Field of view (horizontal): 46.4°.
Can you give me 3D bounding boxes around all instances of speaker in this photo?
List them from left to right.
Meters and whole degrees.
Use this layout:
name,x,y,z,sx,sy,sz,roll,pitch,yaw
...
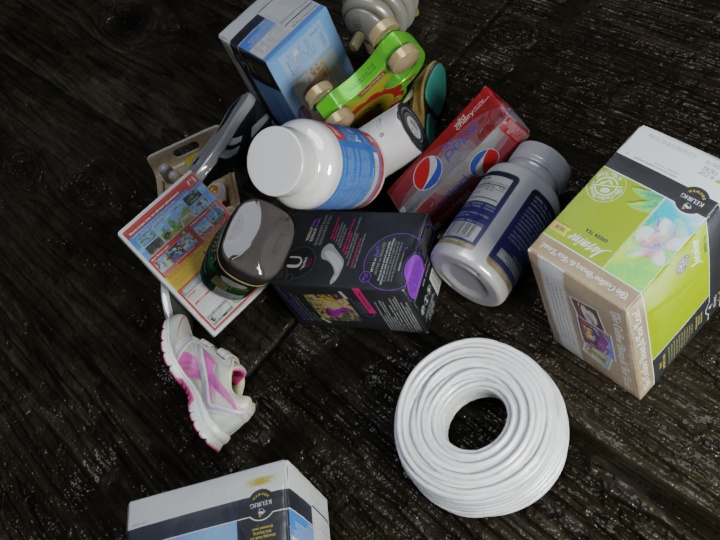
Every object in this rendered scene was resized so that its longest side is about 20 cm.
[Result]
name,x,y,z,sx,sy,sz,roll,pitch,yaw
speaker,-0.004,-0.156,1.203,0.198,0.081,0.082,-29,48,26

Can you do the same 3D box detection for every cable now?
name,x,y,z,sx,sy,sz,roll,pitch,yaw
cable,0.135,0.174,0.954,0.197,0.069,0.203,-1,57,23

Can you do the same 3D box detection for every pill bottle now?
name,x,y,z,sx,sy,sz,roll,pitch,yaw
pill bottle,-0.055,-0.134,1.075,0.110,0.199,0.115,2,94,27
pill bottle,0.185,-0.064,1.070,0.110,0.112,0.201,25,69,35

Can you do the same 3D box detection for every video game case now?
name,x,y,z,sx,sy,sz,roll,pitch,yaw
video game case,-0.227,-0.026,1.202,0.200,0.017,0.143,46,71,1

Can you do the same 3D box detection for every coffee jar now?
name,x,y,z,sx,sy,sz,roll,pitch,yaw
coffee jar,-0.151,-0.025,1.101,0.106,0.084,0.200,-68,14,-16

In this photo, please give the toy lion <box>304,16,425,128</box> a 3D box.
name,x,y,z,sx,sy,sz,roll,pitch,yaw
toy lion,0.016,-0.257,1.224,0.199,0.191,0.069,-41,77,17

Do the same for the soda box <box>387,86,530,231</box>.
name,x,y,z,sx,sy,sz,roll,pitch,yaw
soda box,0.132,-0.145,1.136,0.200,0.063,0.070,-45,47,19

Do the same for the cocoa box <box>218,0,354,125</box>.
name,x,y,z,sx,sy,sz,roll,pitch,yaw
cocoa box,-0.101,-0.313,1.311,0.133,0.201,0.131,-46,52,-12

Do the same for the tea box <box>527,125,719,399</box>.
name,x,y,z,sx,sy,sz,roll,pitch,yaw
tea box,0.306,-0.005,0.918,0.197,0.201,0.133,-46,52,-12

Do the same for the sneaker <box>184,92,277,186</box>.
name,x,y,z,sx,sy,sz,roll,pitch,yaw
sneaker,-0.187,-0.169,1.306,0.073,0.112,0.202,-5,49,54

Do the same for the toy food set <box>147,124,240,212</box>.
name,x,y,z,sx,sy,sz,roll,pitch,yaw
toy food set,-0.277,-0.140,1.361,0.142,0.061,0.202,-23,52,8

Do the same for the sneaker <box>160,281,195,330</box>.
name,x,y,z,sx,sy,sz,roll,pitch,yaw
sneaker,-0.236,0.014,1.232,0.097,0.071,0.203,-10,61,3

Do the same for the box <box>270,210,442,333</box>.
name,x,y,z,sx,sy,sz,roll,pitch,yaw
box,0.000,0.000,1.111,0.197,0.106,0.124,4,58,27

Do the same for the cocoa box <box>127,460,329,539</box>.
name,x,y,z,sx,sy,sz,roll,pitch,yaw
cocoa box,-0.142,0.316,0.928,0.197,0.134,0.133,-17,52,12

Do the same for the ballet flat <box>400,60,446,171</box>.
name,x,y,z,sx,sy,sz,roll,pitch,yaw
ballet flat,0.086,-0.234,1.260,0.062,0.069,0.203,-6,55,25

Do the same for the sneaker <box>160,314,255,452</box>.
name,x,y,z,sx,sy,sz,roll,pitch,yaw
sneaker,-0.200,0.137,1.123,0.087,0.082,0.202,-29,66,-5

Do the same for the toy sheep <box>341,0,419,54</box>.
name,x,y,z,sx,sy,sz,roll,pitch,yaw
toy sheep,0.032,-0.434,1.380,0.136,0.138,0.202,8,61,28
